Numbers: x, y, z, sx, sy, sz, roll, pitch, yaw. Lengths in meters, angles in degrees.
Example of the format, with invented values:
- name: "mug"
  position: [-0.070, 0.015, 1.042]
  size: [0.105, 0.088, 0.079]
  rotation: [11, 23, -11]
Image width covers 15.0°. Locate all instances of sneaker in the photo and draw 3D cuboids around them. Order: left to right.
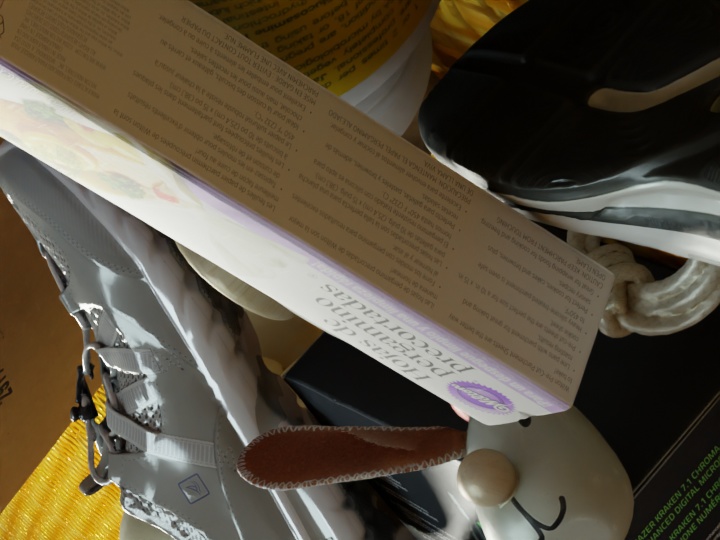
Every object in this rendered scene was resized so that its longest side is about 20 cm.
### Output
- name: "sneaker"
  position: [-0.071, 0.042, 0.921]
  size: [0.200, 0.082, 0.075]
  rotation: [56, -173, 2]
- name: "sneaker"
  position: [0.101, -0.005, 0.668]
  size: [0.200, 0.076, 0.115]
  rotation: [17, 149, 53]

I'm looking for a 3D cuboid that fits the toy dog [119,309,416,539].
- name: "toy dog"
  position: [-0.018, 0.105, 1.076]
  size: [0.140, 0.194, 0.200]
  rotation: [61, 166, -20]

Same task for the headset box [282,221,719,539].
- name: "headset box"
  position: [0.091, 0.079, 0.894]
  size: [0.174, 0.093, 0.200]
  rotation: [22, 155, 54]

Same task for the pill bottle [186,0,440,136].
- name: "pill bottle"
  position: [-0.038, -0.102, 0.674]
  size: [0.112, 0.112, 0.200]
  rotation: [35, 164, 25]

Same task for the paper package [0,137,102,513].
- name: "paper package"
  position: [-0.179, -0.002, 1.162]
  size: [0.103, 0.191, 0.200]
  rotation: [30, 162, 24]

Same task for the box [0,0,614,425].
- name: "box"
  position: [-0.030, -0.027, 0.638]
  size: [0.200, 0.042, 0.039]
  rotation: [31, 156, -25]

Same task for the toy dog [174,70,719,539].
- name: "toy dog"
  position: [0.000, 0.000, 0.791]
  size: [0.096, 0.132, 0.200]
  rotation: [16, -172, -43]
